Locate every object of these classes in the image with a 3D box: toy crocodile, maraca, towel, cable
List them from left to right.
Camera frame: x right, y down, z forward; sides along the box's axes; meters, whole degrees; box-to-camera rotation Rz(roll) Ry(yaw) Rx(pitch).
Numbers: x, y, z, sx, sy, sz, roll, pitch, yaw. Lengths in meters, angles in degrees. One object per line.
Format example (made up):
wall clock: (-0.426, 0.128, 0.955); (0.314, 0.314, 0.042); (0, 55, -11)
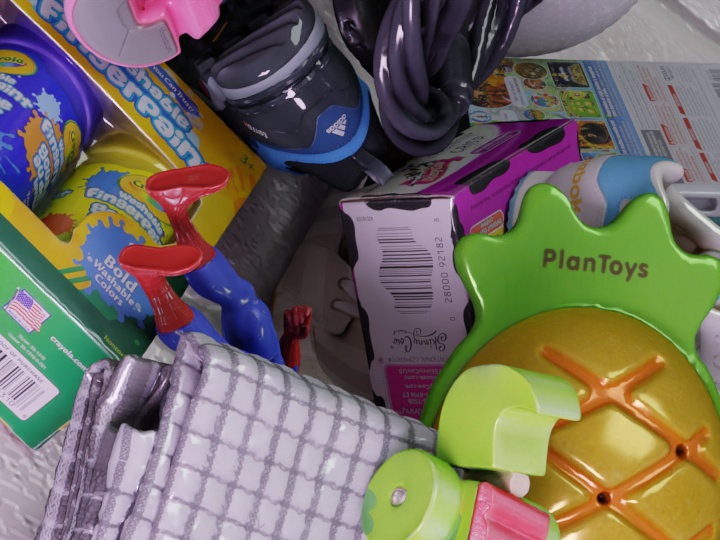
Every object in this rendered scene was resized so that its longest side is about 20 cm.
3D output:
towel: (-0.046, 0.136, 0.773); (0.165, 0.085, 0.201); (22, 77, -35)
toy crocodile: (0.029, 0.129, 0.737); (0.067, 0.062, 0.201); (29, 74, -32)
cable: (0.058, -0.122, 0.932); (0.051, 0.164, 0.200); (23, -4, 9)
maraca: (0.088, 0.066, 0.866); (0.137, 0.107, 0.201); (5, 89, -12)

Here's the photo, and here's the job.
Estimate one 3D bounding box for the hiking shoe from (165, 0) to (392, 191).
hiking shoe: (-0.042, -0.080, 0.984); (0.087, 0.074, 0.200); (53, 0, -16)

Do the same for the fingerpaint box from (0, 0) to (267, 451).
fingerpaint box: (-0.153, -0.056, 0.876); (0.200, 0.073, 0.167); (46, 35, -11)

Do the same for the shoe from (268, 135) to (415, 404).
shoe: (0.000, 0.000, 1.011); (0.070, 0.053, 0.200); (25, 39, -10)

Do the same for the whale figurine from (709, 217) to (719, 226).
whale figurine: (0.131, -0.016, 1.144); (0.200, 0.104, 0.160); (1, 61, -48)

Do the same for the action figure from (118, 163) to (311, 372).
action figure: (-0.042, 0.044, 0.876); (0.200, 0.051, 0.066); (70, 23, -48)

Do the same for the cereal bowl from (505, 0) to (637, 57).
cereal bowl: (0.073, -0.197, 1.153); (0.200, 0.200, 0.083); (41, 38, -17)

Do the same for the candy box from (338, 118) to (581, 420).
candy box: (0.062, 0.043, 0.977); (0.136, 0.061, 0.201); (-31, 115, -56)

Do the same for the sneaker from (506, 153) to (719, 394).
sneaker: (0.144, 0.034, 0.951); (0.200, 0.081, 0.077); (54, 44, -29)

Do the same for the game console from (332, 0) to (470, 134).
game console: (-0.033, -0.151, 1.038); (0.200, 0.116, 0.177); (35, 43, -69)

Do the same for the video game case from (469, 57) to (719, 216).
video game case: (0.128, -0.074, 1.142); (0.199, 0.018, 0.143); (1, 34, -8)

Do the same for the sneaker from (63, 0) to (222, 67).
sneaker: (-0.047, -0.168, 0.901); (0.095, 0.200, 0.079); (53, -13, 45)
